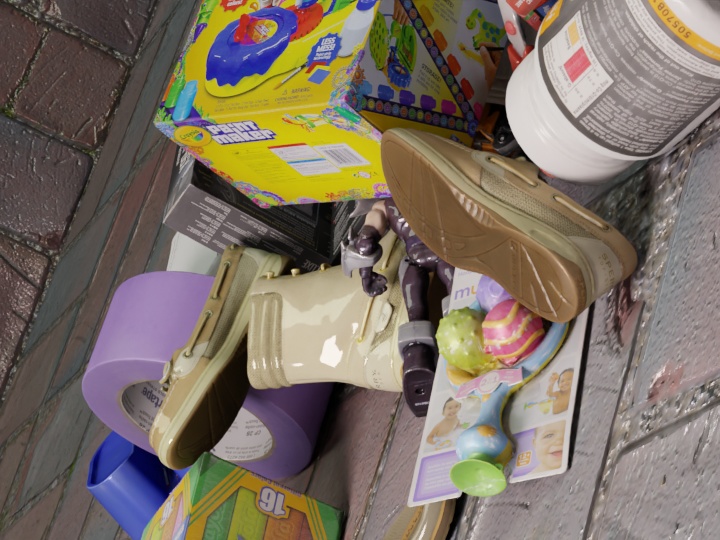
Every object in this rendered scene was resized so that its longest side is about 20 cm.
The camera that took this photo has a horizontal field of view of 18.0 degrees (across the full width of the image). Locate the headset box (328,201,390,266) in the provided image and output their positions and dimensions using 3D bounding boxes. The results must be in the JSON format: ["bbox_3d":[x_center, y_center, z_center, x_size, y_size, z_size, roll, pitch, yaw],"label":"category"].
[{"bbox_3d":[0.041,-0.094,1.828,0.149,0.075,0.201,-57,17,28],"label":"headset box"}]

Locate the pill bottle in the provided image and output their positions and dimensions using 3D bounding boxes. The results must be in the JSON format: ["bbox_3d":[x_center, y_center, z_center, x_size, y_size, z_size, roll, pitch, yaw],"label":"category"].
[{"bbox_3d":[0.173,-0.137,1.351,0.200,0.116,0.117,-44,25,54],"label":"pill bottle"}]

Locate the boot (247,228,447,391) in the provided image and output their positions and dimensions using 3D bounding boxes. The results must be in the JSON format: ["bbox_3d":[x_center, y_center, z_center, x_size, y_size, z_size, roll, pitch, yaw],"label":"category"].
[{"bbox_3d":[0.000,0.000,1.688,0.154,0.073,0.202,-3,60,29],"label":"boot"}]

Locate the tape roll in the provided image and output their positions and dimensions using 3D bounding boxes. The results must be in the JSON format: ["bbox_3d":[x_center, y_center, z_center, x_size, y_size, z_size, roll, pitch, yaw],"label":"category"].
[{"bbox_3d":[-0.123,0.089,1.862,0.200,0.199,0.086,-40,28,59],"label":"tape roll"}]

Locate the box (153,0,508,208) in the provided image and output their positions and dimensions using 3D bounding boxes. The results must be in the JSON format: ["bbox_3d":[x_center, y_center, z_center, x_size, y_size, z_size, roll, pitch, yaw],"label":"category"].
[{"bbox_3d":[-0.011,-0.161,1.589,0.199,0.122,0.194,-3,59,46],"label":"box"}]

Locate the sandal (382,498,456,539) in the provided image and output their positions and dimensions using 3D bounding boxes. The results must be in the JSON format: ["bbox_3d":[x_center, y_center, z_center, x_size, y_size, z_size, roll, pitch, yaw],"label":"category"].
[{"bbox_3d":[0.001,0.214,1.506,0.201,0.054,0.080,-63,14,8],"label":"sandal"}]

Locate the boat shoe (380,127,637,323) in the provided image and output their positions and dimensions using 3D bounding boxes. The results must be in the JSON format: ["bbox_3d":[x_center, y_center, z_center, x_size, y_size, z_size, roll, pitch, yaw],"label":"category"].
[{"bbox_3d":[0.089,-0.036,1.425,0.200,0.064,0.072,39,145,37],"label":"boat shoe"}]

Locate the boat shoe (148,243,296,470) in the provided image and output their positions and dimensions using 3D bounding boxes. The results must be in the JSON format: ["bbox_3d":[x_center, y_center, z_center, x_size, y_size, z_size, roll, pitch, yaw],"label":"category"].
[{"bbox_3d":[-0.115,0.063,1.726,0.073,0.063,0.202,81,-148,-54],"label":"boat shoe"}]

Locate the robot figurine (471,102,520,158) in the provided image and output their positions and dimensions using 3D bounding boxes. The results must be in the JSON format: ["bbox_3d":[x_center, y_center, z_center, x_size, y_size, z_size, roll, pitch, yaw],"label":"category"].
[{"bbox_3d":[0.103,-0.165,1.676,0.144,0.058,0.201,13,71,34],"label":"robot figurine"}]

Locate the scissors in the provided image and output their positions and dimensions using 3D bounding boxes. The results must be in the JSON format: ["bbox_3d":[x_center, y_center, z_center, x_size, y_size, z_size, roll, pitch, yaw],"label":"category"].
[{"bbox_3d":[0.103,-0.154,1.540,0.014,0.201,0.073,-32,13,-23],"label":"scissors"}]

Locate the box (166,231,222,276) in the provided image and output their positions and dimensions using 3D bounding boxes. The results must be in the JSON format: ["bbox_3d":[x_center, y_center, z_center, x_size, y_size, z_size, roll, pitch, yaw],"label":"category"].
[{"bbox_3d":[-0.086,-0.005,2.026,0.200,0.130,0.200,-54,18,37],"label":"box"}]

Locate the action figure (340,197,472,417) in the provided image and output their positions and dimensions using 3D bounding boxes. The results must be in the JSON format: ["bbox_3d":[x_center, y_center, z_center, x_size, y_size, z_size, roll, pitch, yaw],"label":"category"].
[{"bbox_3d":[0.049,-0.003,1.581,0.129,0.070,0.201,-18,48,14],"label":"action figure"}]

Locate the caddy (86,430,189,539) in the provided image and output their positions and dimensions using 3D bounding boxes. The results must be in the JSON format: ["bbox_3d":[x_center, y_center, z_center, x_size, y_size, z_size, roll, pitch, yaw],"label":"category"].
[{"bbox_3d":[-0.168,0.180,2.073,0.141,0.105,0.200,-42,12,5],"label":"caddy"}]

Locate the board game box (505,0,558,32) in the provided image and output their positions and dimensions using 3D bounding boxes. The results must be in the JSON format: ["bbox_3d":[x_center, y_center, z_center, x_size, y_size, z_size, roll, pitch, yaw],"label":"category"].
[{"bbox_3d":[0.153,-0.187,1.457,0.103,0.019,0.200,-48,-14,8],"label":"board game box"}]

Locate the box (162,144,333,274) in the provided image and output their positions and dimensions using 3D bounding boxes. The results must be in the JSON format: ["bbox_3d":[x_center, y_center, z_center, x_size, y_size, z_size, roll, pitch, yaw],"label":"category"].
[{"bbox_3d":[-0.059,-0.053,1.870,0.050,0.199,0.158,-52,20,31],"label":"box"}]

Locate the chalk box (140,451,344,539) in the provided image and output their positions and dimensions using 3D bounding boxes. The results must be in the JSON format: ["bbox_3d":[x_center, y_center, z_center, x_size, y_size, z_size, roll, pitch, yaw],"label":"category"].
[{"bbox_3d":[-0.103,0.261,1.665,0.124,0.124,0.201,-51,21,43],"label":"chalk box"}]

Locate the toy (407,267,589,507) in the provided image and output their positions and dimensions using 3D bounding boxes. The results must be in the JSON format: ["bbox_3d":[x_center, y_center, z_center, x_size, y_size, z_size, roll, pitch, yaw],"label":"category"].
[{"bbox_3d":[0.084,0.047,1.421,0.114,0.047,0.201,-17,45,32],"label":"toy"}]

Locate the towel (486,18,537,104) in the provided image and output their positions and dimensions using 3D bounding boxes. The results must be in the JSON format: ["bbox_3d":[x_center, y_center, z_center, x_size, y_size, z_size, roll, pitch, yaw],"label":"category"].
[{"bbox_3d":[0.135,-0.206,1.625,0.132,0.034,0.201,13,71,29],"label":"towel"}]
